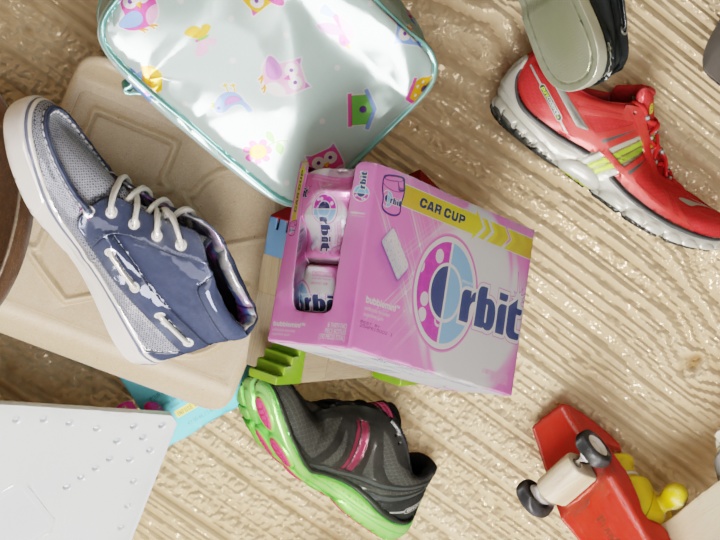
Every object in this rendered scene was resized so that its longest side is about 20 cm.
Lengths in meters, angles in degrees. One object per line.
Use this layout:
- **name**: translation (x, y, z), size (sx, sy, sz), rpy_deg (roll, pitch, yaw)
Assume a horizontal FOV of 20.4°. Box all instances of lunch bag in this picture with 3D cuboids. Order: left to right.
- **lunch bag**: translation (-0.065, -0.147, 1.264), size (0.200, 0.077, 0.160), rpy_deg (41, 104, -19)

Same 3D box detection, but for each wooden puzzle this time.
- **wooden puzzle**: translation (-0.140, -0.025, 1.350), size (0.184, 0.046, 0.201), rpy_deg (22, 100, -17)

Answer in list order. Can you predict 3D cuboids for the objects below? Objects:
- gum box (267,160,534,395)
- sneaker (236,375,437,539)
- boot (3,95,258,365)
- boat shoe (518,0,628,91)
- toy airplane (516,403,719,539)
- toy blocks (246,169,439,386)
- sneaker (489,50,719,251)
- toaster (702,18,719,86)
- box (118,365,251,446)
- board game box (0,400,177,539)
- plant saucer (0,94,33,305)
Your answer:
- **gum box**: translation (0.027, 0.007, 1.276), size (0.066, 0.200, 0.114), rpy_deg (3, 80, 37)
- **sneaker**: translation (-0.016, 0.117, 1.425), size (0.084, 0.077, 0.200), rpy_deg (-51, 134, -3)
- **boot**: translation (-0.142, -0.033, 1.271), size (0.090, 0.073, 0.201), rpy_deg (-14, 120, 26)
- **boat shoe**: translation (0.138, -0.221, 1.343), size (0.074, 0.066, 0.201), rpy_deg (-25, 81, 44)
- **toy airplane**: translation (0.214, 0.205, 1.447), size (0.199, 0.141, 0.201), rpy_deg (7, 96, 28)
- **toy blocks**: translation (0.000, 0.000, 1.359), size (0.199, 0.100, 0.138), rpy_deg (-2, 104, -51)
- **sneaker**: translation (0.187, -0.086, 1.389), size (0.199, 0.077, 0.085), rpy_deg (34, 97, -14)
- **toaster**: translation (0.348, -0.121, 1.316), size (0.180, 0.200, 0.119), rpy_deg (25, 105, -23)
- **box**: translation (-0.155, 0.018, 1.409), size (0.082, 0.049, 0.201), rpy_deg (-30, 107, 5)
- **board game box**: translation (-0.248, 0.169, 1.384), size (0.199, 0.026, 0.201), rpy_deg (7, 119, -32)
- **plant saucer**: translation (-0.274, -0.029, 1.331), size (0.037, 0.200, 0.201), rpy_deg (17, 109, -44)
